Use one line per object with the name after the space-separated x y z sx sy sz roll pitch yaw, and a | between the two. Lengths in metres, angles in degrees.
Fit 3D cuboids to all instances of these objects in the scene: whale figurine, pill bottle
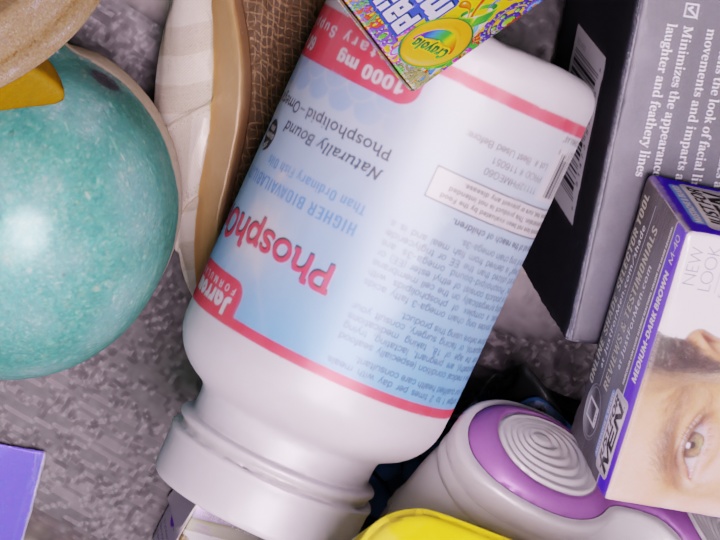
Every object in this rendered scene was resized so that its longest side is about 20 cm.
-0.165 -0.039 0.920 0.199 0.104 0.159 30 108 -5 | whale figurine
0.000 0.000 0.925 0.108 0.109 0.201 23 95 -17 | pill bottle

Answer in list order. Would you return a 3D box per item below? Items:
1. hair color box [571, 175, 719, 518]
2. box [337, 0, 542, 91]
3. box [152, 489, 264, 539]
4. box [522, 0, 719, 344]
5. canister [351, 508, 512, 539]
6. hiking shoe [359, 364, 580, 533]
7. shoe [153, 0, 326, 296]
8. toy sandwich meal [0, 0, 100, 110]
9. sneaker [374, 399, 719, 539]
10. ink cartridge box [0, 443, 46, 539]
0.191 0.041 0.921 0.199 0.065 0.110 11 110 -11 | hair color box
0.029 -0.207 0.829 0.192 0.122 0.200 -34 70 5 | box
0.008 0.141 1.055 0.199 0.041 0.039 24 105 -16 | box
0.178 -0.048 0.975 0.199 0.107 0.149 7 109 -11 | box
0.019 0.168 0.928 0.148 0.087 0.200 24 150 -12 | canister
0.044 0.077 1.026 0.199 0.074 0.087 3 107 -22 | hiking shoe
-0.045 -0.066 0.968 0.070 0.053 0.201 -15 120 -36 | shoe
-0.182 -0.116 0.878 0.204 0.206 0.070 -4 148 -8 | toy sandwich meal
0.088 0.118 0.988 0.199 0.075 0.100 28 123 -31 | sneaker
-0.247 0.148 1.016 0.199 0.043 0.199 12 108 -15 | ink cartridge box
